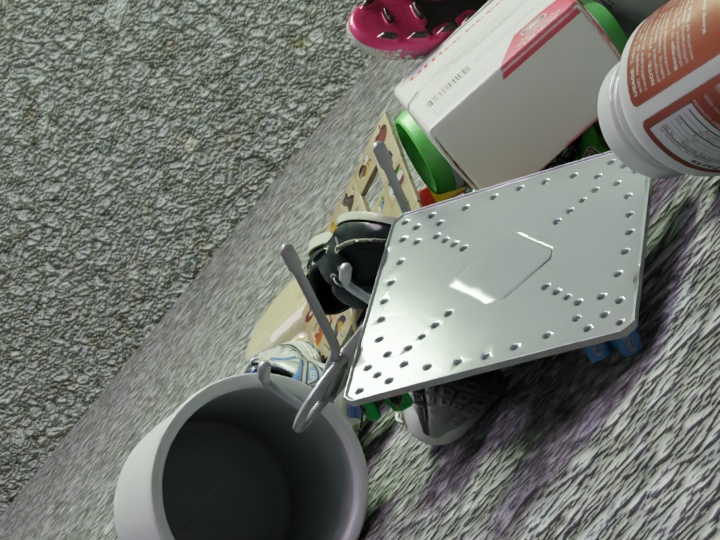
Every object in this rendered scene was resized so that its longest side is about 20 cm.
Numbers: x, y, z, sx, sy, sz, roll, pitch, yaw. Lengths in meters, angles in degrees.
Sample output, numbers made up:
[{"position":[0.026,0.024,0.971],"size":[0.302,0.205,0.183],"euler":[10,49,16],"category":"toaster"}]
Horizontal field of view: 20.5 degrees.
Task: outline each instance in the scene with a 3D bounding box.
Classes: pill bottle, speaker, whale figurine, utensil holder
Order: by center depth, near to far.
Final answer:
[{"position":[0.226,-0.123,1.203],"size":[0.113,0.112,0.200],"euler":[-56,10,-23],"category":"pill bottle"},{"position":[-0.099,0.179,1.551],"size":[0.171,0.169,0.200],"euler":[-55,6,-18],"category":"utensil holder"},{"position":[0.131,-0.145,1.670],"size":[0.199,0.089,0.088],"euler":[-31,7,-6],"category":"speaker"},{"position":[-0.015,0.051,1.836],"size":[0.200,0.104,0.160],"euler":[-36,17,34],"category":"whale figurine"}]

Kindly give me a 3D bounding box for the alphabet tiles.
[{"position":[-0.001,-0.008,1.697],"size":[0.201,0.007,0.168],"euler":[-63,27,30],"category":"alphabet tiles"}]

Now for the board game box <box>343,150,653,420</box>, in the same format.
[{"position":[0.098,0.006,1.298],"size":[0.198,0.026,0.201],"euler":[-16,33,24],"category":"board game box"}]

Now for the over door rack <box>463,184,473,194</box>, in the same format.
[{"position":[0.069,0.009,1.648],"size":[0.148,0.066,0.200],"euler":[-50,9,20],"category":"over door rack"}]

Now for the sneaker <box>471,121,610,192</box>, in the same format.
[{"position":[0.151,-0.076,1.518],"size":[0.201,0.078,0.085],"euler":[-53,10,-7],"category":"sneaker"}]

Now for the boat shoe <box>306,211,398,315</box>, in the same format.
[{"position":[-0.002,-0.001,1.588],"size":[0.199,0.074,0.067],"euler":[-18,57,66],"category":"boat shoe"}]

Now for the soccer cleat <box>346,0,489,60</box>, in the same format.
[{"position":[0.075,-0.199,1.658],"size":[0.198,0.070,0.087],"euler":[-18,-30,-25],"category":"soccer cleat"}]

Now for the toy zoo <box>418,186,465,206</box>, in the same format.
[{"position":[0.087,-0.078,1.790],"size":[0.199,0.021,0.131],"euler":[-29,-1,33],"category":"toy zoo"}]

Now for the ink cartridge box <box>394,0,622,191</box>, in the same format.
[{"position":[0.113,-0.141,1.515],"size":[0.145,0.085,0.200],"euler":[-41,16,4],"category":"ink cartridge box"}]

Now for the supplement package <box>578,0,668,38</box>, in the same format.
[{"position":[0.224,-0.273,1.704],"size":[0.114,0.109,0.200],"euler":[-55,0,-12],"category":"supplement package"}]

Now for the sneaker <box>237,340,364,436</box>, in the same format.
[{"position":[-0.071,0.097,1.686],"size":[0.200,0.084,0.078],"euler":[4,87,64],"category":"sneaker"}]

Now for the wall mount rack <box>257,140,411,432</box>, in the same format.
[{"position":[-0.009,0.012,1.427],"size":[0.200,0.074,0.174],"euler":[-50,-11,-34],"category":"wall mount rack"}]

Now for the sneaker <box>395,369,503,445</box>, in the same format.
[{"position":[0.058,0.087,1.454],"size":[0.200,0.074,0.088],"euler":[-73,4,-71],"category":"sneaker"}]
